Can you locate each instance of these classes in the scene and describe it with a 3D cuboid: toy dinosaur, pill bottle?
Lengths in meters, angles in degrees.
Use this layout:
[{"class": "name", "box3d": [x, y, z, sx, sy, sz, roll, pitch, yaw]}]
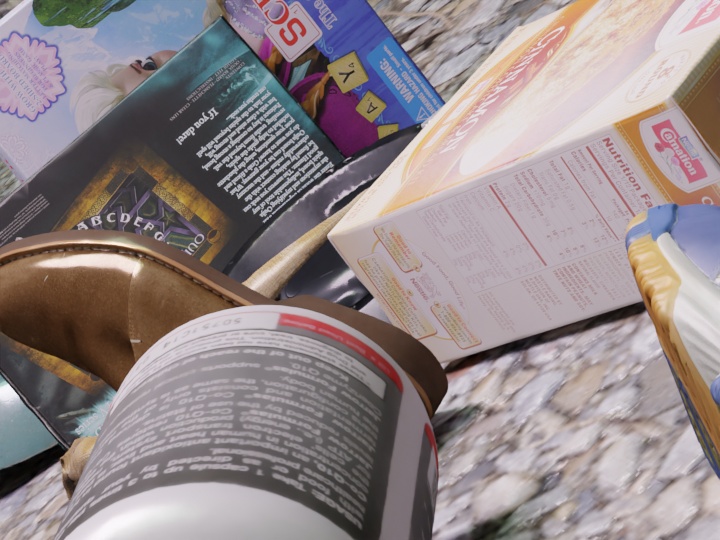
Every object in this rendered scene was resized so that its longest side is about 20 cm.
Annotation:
[{"class": "toy dinosaur", "box3d": [-0.070, 0.047, 0.976, 0.200, 0.058, 0.101, -45, 38, 19]}, {"class": "pill bottle", "box3d": [-0.037, 0.097, 0.692, 0.114, 0.114, 0.200, -35, 14, 16]}]

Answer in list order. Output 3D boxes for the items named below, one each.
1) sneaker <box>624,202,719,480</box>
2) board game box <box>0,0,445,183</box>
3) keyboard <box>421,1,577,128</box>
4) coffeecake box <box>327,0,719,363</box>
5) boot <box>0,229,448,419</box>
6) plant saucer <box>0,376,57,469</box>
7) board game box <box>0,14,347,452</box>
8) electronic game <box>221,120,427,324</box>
[{"class": "sneaker", "box3d": [0.130, 0.022, 0.622, 0.088, 0.076, 0.200, -27, 21, 1]}, {"class": "board game box", "box3d": [-0.081, -0.087, 1.215, 0.199, 0.200, 0.041, -42, 12, -10]}, {"class": "keyboard", "box3d": [0.091, -0.105, 1.124, 0.056, 0.011, 0.200, -5, 19, 28]}, {"class": "coffeecake box", "box3d": [0.105, -0.054, 0.896, 0.200, 0.073, 0.154, -21, 22, 51]}, {"class": "boot", "box3d": [-0.071, 0.040, 0.898, 0.199, 0.074, 0.076, 16, 59, 25]}, {"class": "plant saucer", "box3d": [-0.192, 0.043, 1.322, 0.199, 0.036, 0.200, -23, 26, 12]}, {"class": "board game box", "box3d": [-0.099, -0.011, 1.159, 0.200, 0.135, 0.028, -41, -4, -10]}, {"class": "electronic game", "box3d": [0.000, 0.000, 1.058, 0.199, 0.042, 0.200, -33, 22, 16]}]
